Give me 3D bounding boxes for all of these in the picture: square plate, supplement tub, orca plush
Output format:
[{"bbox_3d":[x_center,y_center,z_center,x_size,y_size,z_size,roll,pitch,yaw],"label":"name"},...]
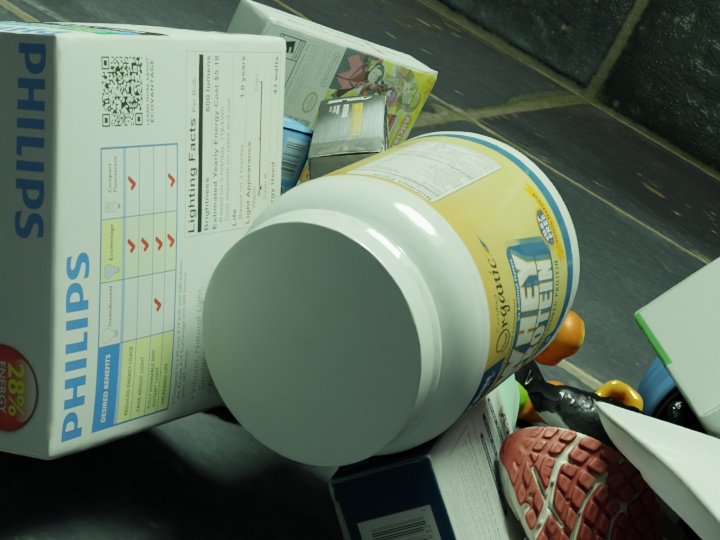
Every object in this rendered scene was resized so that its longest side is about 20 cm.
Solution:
[{"bbox_3d":[0.242,0.144,0.890,0.197,0.029,0.200,20,11,-20],"label":"square plate"},{"bbox_3d":[0.019,0.012,0.866,0.144,0.145,0.200,33,27,16],"label":"supplement tub"},{"bbox_3d":[0.171,0.106,1.013,0.200,0.071,0.105,40,-21,-17],"label":"orca plush"}]

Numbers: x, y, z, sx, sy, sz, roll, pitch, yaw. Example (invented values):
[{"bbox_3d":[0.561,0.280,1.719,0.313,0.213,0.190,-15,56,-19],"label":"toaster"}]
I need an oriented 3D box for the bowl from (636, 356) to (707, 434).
[{"bbox_3d":[0.301,0.122,1.213,0.200,0.201,0.040,26,41,-9],"label":"bowl"}]

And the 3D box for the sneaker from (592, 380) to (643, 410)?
[{"bbox_3d":[0.156,0.133,1.133,0.078,0.078,0.200,31,19,0],"label":"sneaker"}]

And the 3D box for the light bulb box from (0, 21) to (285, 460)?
[{"bbox_3d":[-0.141,-0.026,0.838,0.124,0.200,0.200,7,9,28],"label":"light bulb box"}]

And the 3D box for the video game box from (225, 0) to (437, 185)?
[{"bbox_3d":[-0.054,-0.086,1.220,0.181,0.201,0.047,13,21,-44],"label":"video game box"}]

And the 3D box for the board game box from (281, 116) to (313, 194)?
[{"bbox_3d":[-0.135,-0.044,1.047,0.199,0.152,0.037,12,17,-46],"label":"board game box"}]

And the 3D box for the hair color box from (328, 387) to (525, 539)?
[{"bbox_3d":[0.046,0.126,0.922,0.200,0.060,0.101,-39,112,-72],"label":"hair color box"}]

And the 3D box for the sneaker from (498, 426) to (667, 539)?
[{"bbox_3d":[0.140,0.164,0.977,0.200,0.078,0.082,48,-19,-28],"label":"sneaker"}]

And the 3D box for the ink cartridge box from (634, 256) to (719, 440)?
[{"bbox_3d":[0.279,0.108,1.077,0.200,0.084,0.146,52,8,-25],"label":"ink cartridge box"}]

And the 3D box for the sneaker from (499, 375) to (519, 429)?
[{"bbox_3d":[0.071,0.038,1.119,0.073,0.202,0.118,0,6,10],"label":"sneaker"}]

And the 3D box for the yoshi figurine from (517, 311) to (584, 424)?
[{"bbox_3d":[0.075,0.045,1.215,0.199,0.112,0.113,19,25,-20],"label":"yoshi figurine"}]

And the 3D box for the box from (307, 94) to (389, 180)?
[{"bbox_3d":[0.000,0.000,1.068,0.048,0.202,0.159,-4,17,2],"label":"box"}]
